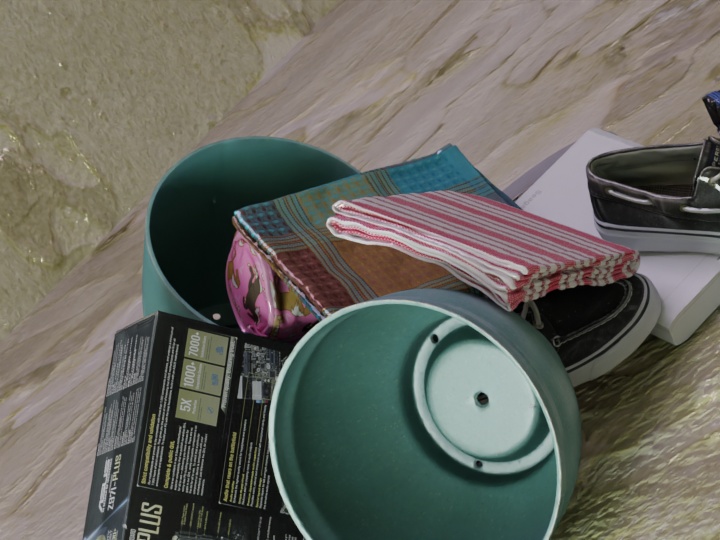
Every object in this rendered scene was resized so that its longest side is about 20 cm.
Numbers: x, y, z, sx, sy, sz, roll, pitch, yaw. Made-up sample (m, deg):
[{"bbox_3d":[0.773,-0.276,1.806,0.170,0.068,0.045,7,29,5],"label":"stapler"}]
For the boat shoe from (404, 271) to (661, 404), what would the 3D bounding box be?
[{"bbox_3d":[0.105,0.042,1.648,0.199,0.068,0.072,-21,46,10],"label":"boat shoe"}]

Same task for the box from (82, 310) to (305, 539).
[{"bbox_3d":[-0.096,0.148,1.670,0.086,0.163,0.202,-23,56,61],"label":"box"}]

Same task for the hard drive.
[{"bbox_3d":[0.196,-0.028,1.735,0.132,0.026,0.199,-44,40,-17],"label":"hard drive"}]

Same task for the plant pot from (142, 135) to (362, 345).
[{"bbox_3d":[-0.077,0.027,1.858,0.201,0.200,0.162,-50,-14,-39],"label":"plant pot"}]

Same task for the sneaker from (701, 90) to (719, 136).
[{"bbox_3d":[0.298,-0.113,1.758,0.078,0.076,0.200,-30,2,12],"label":"sneaker"}]

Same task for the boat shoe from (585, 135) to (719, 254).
[{"bbox_3d":[0.243,-0.055,1.653,0.198,0.071,0.072,-7,43,27],"label":"boat shoe"}]

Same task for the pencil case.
[{"bbox_3d":[0.000,0.000,1.739,0.198,0.083,0.087,-9,41,-26],"label":"pencil case"}]

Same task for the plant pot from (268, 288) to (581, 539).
[{"bbox_3d":[0.059,0.098,1.552,0.200,0.201,0.134,-33,-1,30],"label":"plant pot"}]

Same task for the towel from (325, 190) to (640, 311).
[{"bbox_3d":[0.083,-0.017,1.597,0.200,0.145,0.030,-8,-64,-61],"label":"towel"}]

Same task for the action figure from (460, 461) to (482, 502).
[{"bbox_3d":[0.049,0.118,1.705,0.129,0.070,0.200,-23,28,-4],"label":"action figure"}]

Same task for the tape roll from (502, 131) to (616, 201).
[{"bbox_3d":[0.149,-0.024,1.970,0.200,0.066,0.200,-39,12,10],"label":"tape roll"}]

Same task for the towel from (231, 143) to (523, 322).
[{"bbox_3d":[0.029,-0.023,1.691,0.199,0.147,0.022,-17,-44,-32],"label":"towel"}]
